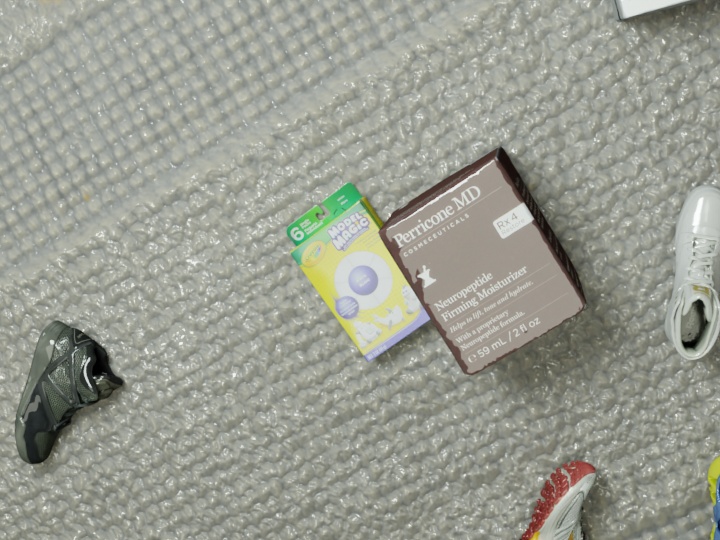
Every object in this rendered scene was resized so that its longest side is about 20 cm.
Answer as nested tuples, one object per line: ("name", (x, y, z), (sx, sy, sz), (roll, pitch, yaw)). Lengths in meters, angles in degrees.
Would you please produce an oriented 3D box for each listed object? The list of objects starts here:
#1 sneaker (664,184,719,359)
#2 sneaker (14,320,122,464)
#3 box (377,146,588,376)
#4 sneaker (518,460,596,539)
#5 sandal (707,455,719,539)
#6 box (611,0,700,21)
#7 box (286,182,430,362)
("sneaker", (0.405, 0.005, 1.293), (0.073, 0.116, 0.202), (7, 101, 9))
("sneaker", (-0.391, 0.179, 1.470), (0.113, 0.076, 0.201), (21, 98, 11))
("box", (0.147, -0.015, 1.302), (0.165, 0.164, 0.201), (-32, 95, 13))
("sneaker", (0.259, 0.332, 1.408), (0.081, 0.078, 0.202), (19, 113, 0))
("sandal", (0.473, 0.334, 1.364), (0.079, 0.087, 0.202), (-12, 101, 9))
("box", (0.359, -0.398, 1.210), (0.198, 0.131, 0.201), (-13, 99, 11))
("box", (0.000, 0.000, 1.390), (0.117, 0.048, 0.201), (-35, 93, 13))
